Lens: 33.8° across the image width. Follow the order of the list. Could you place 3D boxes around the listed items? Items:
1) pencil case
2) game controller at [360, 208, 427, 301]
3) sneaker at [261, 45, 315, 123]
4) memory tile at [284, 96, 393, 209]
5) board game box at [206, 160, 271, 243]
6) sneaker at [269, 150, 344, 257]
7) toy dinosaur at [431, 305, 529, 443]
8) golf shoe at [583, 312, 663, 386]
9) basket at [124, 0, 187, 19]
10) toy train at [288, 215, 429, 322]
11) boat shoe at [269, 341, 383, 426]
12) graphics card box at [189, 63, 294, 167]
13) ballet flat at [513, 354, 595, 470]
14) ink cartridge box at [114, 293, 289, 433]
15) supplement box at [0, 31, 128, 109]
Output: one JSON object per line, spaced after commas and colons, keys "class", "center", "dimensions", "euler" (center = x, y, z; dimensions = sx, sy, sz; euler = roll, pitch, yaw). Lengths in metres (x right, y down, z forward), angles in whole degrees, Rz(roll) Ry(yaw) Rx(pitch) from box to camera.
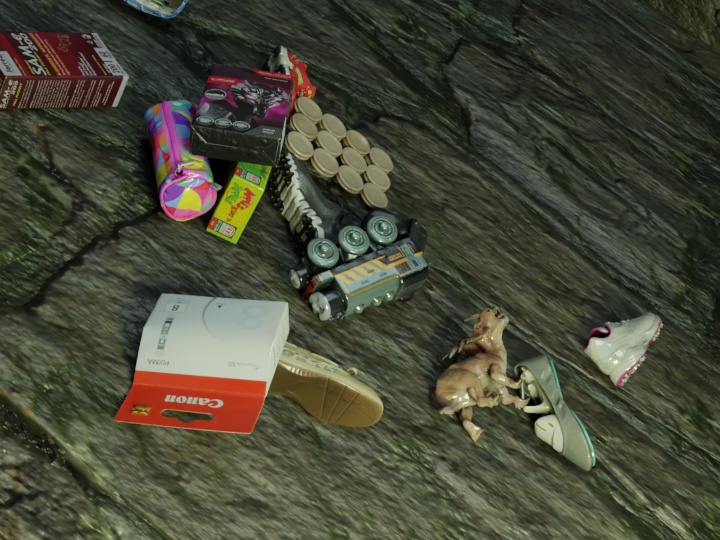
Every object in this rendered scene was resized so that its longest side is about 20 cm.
{"class": "pencil case", "center": [-0.253, -0.159, 1.655], "dimensions": [0.088, 0.088, 0.200], "euler": [11, 36, -28]}
{"class": "game controller", "center": [0.043, -0.026, 1.775], "dimensions": [0.104, 0.042, 0.200], "euler": [15, 34, 1]}
{"class": "sneaker", "center": [-0.113, -0.305, 1.973], "dimensions": [0.085, 0.077, 0.200], "euler": [27, 35, -24]}
{"class": "memory tile", "center": [-0.032, -0.187, 1.889], "dimensions": [0.200, 0.017, 0.153], "euler": [33, 37, -21]}
{"class": "board game box", "center": [-0.162, -0.138, 1.689], "dimensions": [0.048, 0.102, 0.200], "euler": [25, 34, -11]}
{"class": "sneaker", "center": [-0.072, -0.095, 1.742], "dimensions": [0.090, 0.066, 0.200], "euler": [7, 44, -36]}
{"class": "toy dinosaur", "center": [0.145, 0.144, 1.595], "dimensions": [0.135, 0.086, 0.200], "euler": [37, 49, 27]}
{"class": "golf shoe", "center": [0.415, 0.103, 1.865], "dimensions": [0.091, 0.075, 0.200], "euler": [35, 32, 12]}
{"class": "basket", "center": [-0.343, -0.499, 1.957], "dimensions": [0.176, 0.139, 0.200], "euler": [29, 3, -3]}
{"class": "toy train", "center": [0.000, 0.000, 1.636], "dimensions": [0.200, 0.085, 0.114], "euler": [-22, 68, -33]}
{"class": "boat shoe", "center": [-0.061, 0.127, 1.452], "dimensions": [0.200, 0.073, 0.063], "euler": [26, 36, -7]}
{"class": "graphics card box", "center": [-0.164, -0.222, 1.666], "dimensions": [0.125, 0.051, 0.200], "euler": [9, 36, -2]}
{"class": "ballet flat", "center": [0.261, 0.201, 1.639], "dimensions": [0.064, 0.067, 0.200], "euler": [-10, 44, -9]}
{"class": "ink cartridge box", "center": [-0.179, 0.102, 1.358], "dimensions": [0.160, 0.047, 0.200], "euler": [4, 32, 8]}
{"class": "supplement box", "center": [-0.447, -0.287, 1.692], "dimensions": [0.200, 0.061, 0.109], "euler": [-11, 52, -44]}
